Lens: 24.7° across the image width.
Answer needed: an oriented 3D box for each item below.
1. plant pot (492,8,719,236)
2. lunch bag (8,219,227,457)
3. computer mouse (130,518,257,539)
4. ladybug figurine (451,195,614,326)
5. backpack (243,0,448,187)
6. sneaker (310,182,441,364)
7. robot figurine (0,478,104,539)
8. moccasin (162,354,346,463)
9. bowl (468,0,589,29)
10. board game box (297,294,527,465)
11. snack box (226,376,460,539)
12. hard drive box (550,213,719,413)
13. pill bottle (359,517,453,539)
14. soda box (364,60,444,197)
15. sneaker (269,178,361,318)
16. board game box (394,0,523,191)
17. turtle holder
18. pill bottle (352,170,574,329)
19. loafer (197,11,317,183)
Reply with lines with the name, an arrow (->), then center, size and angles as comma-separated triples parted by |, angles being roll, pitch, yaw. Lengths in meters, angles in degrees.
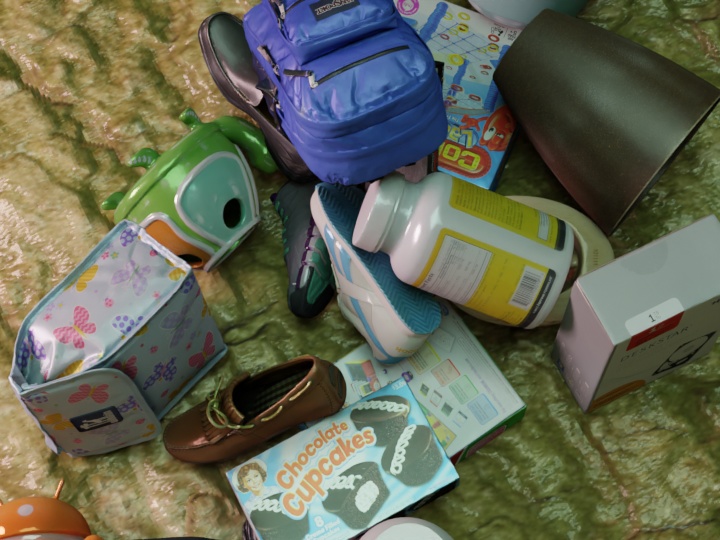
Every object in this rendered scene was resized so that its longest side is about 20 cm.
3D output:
plant pot -> 0.239, -0.171, 1.698 | 0.199, 0.187, 0.187 | 40, 72, 7
lunch bag -> -0.240, 0.084, 1.606 | 0.127, 0.170, 0.200 | 37, 71, 26
computer mouse -> -0.169, 0.293, 1.583 | 0.197, 0.053, 0.140 | -5, 68, -3
ladybug figurine -> 0.161, -0.006, 1.695 | 0.197, 0.072, 0.138 | 5, 75, -5
backpack -> -0.018, -0.188, 1.543 | 0.161, 0.169, 0.201 | -25, 51, -2
sneaker -> 0.000, 0.000, 1.646 | 0.076, 0.081, 0.201 | -10, 61, -39
robot figurine -> -0.307, 0.302, 1.545 | 0.115, 0.144, 0.203 | 2, 65, -23
moccasin -> -0.112, 0.134, 1.606 | 0.199, 0.078, 0.074 | -18, 48, 27
bowl -> 0.182, -0.337, 1.803 | 0.198, 0.106, 0.202 | 10, 34, -7
board game box -> 0.044, 0.137, 1.658 | 0.199, 0.040, 0.154 | -32, 71, -13
snack box -> -0.017, 0.202, 1.587 | 0.198, 0.037, 0.117 | -28, 70, -6
hard drive box -> 0.280, 0.046, 1.612 | 0.154, 0.200, 0.077 | -25, 69, -10
pill bottle -> 0.041, 0.295, 1.504 | 0.111, 0.200, 0.114 | 0, 66, 0
soda box -> 0.044, -0.116, 1.698 | 0.070, 0.063, 0.203 | 5, 99, 12
sneaker -> -0.061, -0.040, 1.729 | 0.086, 0.075, 0.202 | 4, 59, 21
board game box -> 0.083, -0.192, 1.790 | 0.198, 0.056, 0.198 | 21, 68, 8
turtle holder -> -0.167, -0.080, 1.713 | 0.132, 0.141, 0.185 | 45, 32, 1
pill bottle -> 0.098, -0.027, 1.588 | 0.198, 0.112, 0.113 | 21, 67, -8
loafer -> -0.093, -0.186, 1.685 | 0.073, 0.072, 0.201 | -39, 91, -17
